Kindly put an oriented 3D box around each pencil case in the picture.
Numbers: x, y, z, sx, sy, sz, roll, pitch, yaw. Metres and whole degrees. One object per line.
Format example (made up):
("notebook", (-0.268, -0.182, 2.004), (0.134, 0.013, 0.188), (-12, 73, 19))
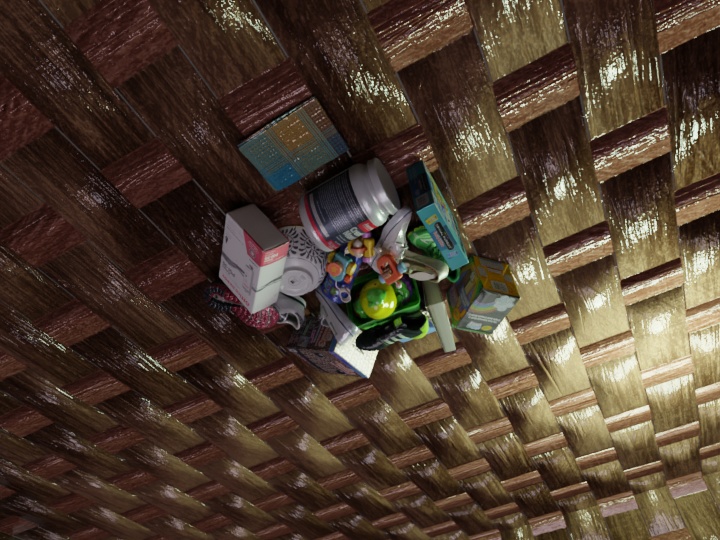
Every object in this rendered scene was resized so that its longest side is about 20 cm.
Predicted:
("pencil case", (-0.027, -0.019, 1.368), (0.077, 0.087, 0.203), (30, 117, 5))

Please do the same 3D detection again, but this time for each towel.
("towel", (-0.140, -0.263, 1.181), (0.196, 0.022, 0.147), (-27, 132, 16))

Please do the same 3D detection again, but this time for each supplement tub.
("supplement tub", (-0.024, -0.143, 1.224), (0.196, 0.143, 0.141), (-26, 132, 18))

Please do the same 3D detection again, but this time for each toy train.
("toy train", (0.000, 0.000, 1.277), (0.197, 0.055, 0.153), (-25, 93, 31))

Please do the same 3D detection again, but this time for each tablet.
("tablet", (0.140, 0.158, 1.543), (0.127, 0.014, 0.199), (-22, 157, 17))

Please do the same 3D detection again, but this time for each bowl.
("bowl", (-0.161, -0.001, 1.379), (0.194, 0.096, 0.204), (-3, 135, -3))

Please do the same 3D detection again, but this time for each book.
("book", (0.210, 0.104, 1.495), (0.047, 0.136, 0.202), (-16, 133, 10))

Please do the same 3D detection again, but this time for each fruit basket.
("fruit basket", (0.049, 0.062, 1.418), (0.209, 0.159, 0.218), (-9, 149, -5))

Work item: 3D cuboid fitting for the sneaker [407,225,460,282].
("sneaker", (0.194, -0.042, 1.387), (0.073, 0.085, 0.199), (-35, 128, 26))

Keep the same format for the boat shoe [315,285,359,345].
("boat shoe", (-0.078, 0.110, 1.418), (0.067, 0.200, 0.074), (-42, 130, -1))

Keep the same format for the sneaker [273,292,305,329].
("sneaker", (-0.233, 0.085, 1.461), (0.196, 0.082, 0.077), (23, 134, -17))

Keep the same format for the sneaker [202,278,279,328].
("sneaker", (-0.290, 0.074, 1.398), (0.196, 0.075, 0.082), (26, 114, 0))

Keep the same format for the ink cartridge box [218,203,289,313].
("ink cartridge box", (-0.250, -0.025, 1.297), (0.082, 0.146, 0.203), (-26, 148, -40))

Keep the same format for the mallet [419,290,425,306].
("mallet", (0.169, 0.125, 1.575), (0.064, 0.042, 0.202), (0, 141, 17))

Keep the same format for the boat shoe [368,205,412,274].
("boat shoe", (0.080, -0.060, 1.286), (0.070, 0.070, 0.202), (44, 134, 14))

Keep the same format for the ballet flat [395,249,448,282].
("ballet flat", (0.117, -0.014, 1.357), (0.195, 0.070, 0.071), (15, 141, 25))

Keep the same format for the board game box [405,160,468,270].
("board game box", (0.174, -0.123, 1.259), (0.046, 0.154, 0.201), (-24, 133, 17))

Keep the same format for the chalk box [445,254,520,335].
("chalk box", (0.312, 0.082, 1.494), (0.121, 0.126, 0.202), (12, 133, -19))

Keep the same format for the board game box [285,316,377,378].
("board game box", (-0.076, 0.208, 1.528), (0.196, 0.099, 0.159), (-4, 145, 44))

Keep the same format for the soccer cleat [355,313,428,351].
("soccer cleat", (0.079, 0.151, 1.419), (0.194, 0.069, 0.082), (-13, 144, -5))
